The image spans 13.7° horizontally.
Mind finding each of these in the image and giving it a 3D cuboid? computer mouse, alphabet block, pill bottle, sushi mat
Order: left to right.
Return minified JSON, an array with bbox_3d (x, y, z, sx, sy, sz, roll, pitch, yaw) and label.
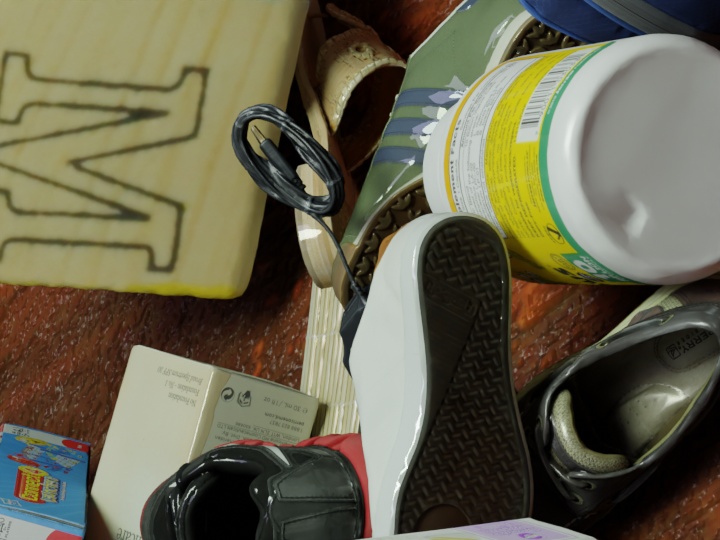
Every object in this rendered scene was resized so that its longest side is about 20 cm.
[{"bbox_3d":[-0.150,-0.121,1.663,0.196,0.195,0.201,-109,28,-58],"label":"alphabet block"},{"bbox_3d":[-0.003,0.069,1.600,0.096,0.012,0.201,-16,61,50],"label":"sushi mat"},{"bbox_3d":[0.000,0.000,1.524,0.059,0.034,0.201,-29,93,35],"label":"computer mouse"},{"bbox_3d":[0.104,-0.049,1.411,0.200,0.112,0.113,0,72,69],"label":"pill bottle"}]

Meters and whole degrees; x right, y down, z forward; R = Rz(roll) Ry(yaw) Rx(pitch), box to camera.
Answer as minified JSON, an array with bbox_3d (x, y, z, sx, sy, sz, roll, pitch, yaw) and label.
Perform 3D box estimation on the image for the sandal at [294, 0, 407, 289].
[{"bbox_3d":[0.003,-0.087,1.639,0.069,0.078,0.212,-12,55,13],"label":"sandal"}]

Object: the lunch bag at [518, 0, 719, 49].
[{"bbox_3d":[0.131,-0.202,1.447,0.132,0.136,0.201,-40,43,34],"label":"lunch bag"}]

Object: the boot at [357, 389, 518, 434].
[{"bbox_3d":[0.029,0.135,1.488,0.074,0.075,0.201,35,117,41],"label":"boot"}]

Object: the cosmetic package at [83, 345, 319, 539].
[{"bbox_3d":[-0.100,0.150,1.627,0.103,0.073,0.201,9,82,59],"label":"cosmetic package"}]

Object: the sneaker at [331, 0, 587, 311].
[{"bbox_3d":[0.046,-0.071,1.564,0.201,0.067,0.090,-55,31,18],"label":"sneaker"}]

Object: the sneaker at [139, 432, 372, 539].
[{"bbox_3d":[-0.064,0.119,1.470,0.200,0.098,0.071,-12,85,54],"label":"sneaker"}]

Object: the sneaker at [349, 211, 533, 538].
[{"bbox_3d":[0.033,0.075,1.392,0.085,0.072,0.201,176,99,-66],"label":"sneaker"}]

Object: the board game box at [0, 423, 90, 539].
[{"bbox_3d":[-0.204,0.204,1.672,0.196,0.056,0.201,-115,41,-80],"label":"board game box"}]

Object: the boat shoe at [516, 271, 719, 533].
[{"bbox_3d":[0.107,0.071,1.387,0.073,0.065,0.200,46,118,8],"label":"boat shoe"}]

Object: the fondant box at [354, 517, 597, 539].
[{"bbox_3d":[0.035,0.216,1.312,0.058,0.144,0.201,15,103,46],"label":"fondant box"}]
